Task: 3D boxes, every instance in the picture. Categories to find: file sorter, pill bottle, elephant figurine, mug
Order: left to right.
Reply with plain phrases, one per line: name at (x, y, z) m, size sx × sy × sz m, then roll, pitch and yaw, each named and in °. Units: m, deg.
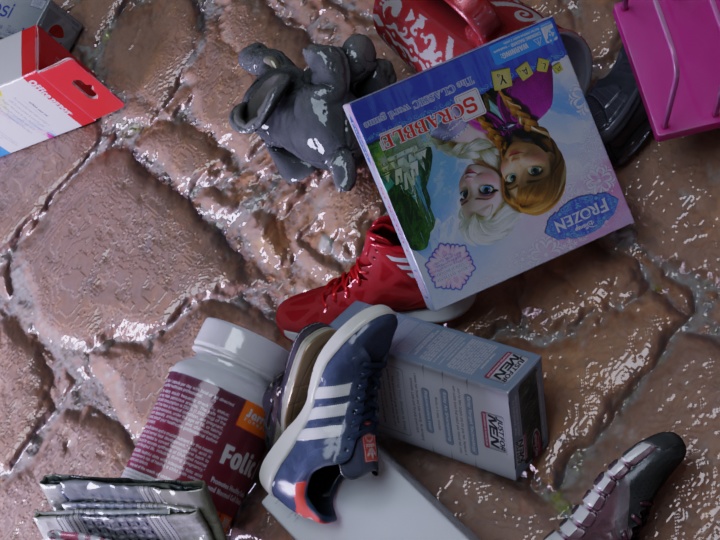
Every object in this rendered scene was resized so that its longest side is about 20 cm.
pill bottle at (-0.144, 0.154, 1.562) m, size 0.114 × 0.114 × 0.200 m, roll 17°, pitch 77°, yaw 33°
elephant figurine at (-0.067, -0.159, 1.673) m, size 0.200 × 0.155 × 0.142 m, roll -6°, pitch 108°, yaw 37°
mug at (0.110, -0.234, 1.578) m, size 0.133 × 0.178 × 0.200 m, roll -24°, pitch 46°, yaw -23°
file sorter at (0.337, -0.220, 1.420) m, size 0.200 × 0.125 × 0.139 m, roll -13°, pitch 68°, yaw -2°

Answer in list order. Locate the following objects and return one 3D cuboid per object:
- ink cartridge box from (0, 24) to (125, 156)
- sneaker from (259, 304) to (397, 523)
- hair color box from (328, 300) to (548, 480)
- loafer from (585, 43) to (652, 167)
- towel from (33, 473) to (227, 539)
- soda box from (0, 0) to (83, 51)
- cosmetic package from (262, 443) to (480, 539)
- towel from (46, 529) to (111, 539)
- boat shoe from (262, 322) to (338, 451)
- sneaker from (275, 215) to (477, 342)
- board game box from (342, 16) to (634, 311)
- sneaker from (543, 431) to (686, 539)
ink cartridge box at (-0.376, -0.202, 1.849) m, size 0.200 × 0.116 × 0.067 m, roll -18°, pitch 60°, yaw 20°
sneaker at (-0.006, 0.128, 1.415) m, size 0.084 × 0.075 × 0.200 m, roll 38°, pitch 110°, yaw 32°
hair color box at (0.065, 0.105, 1.473) m, size 0.200 × 0.099 × 0.061 m, roll 17°, pitch 41°, yaw 33°
loafer at (0.275, -0.184, 1.532) m, size 0.200 × 0.063 × 0.072 m, roll -50°, pitch 40°, yaw -6°
towel at (-0.196, 0.273, 1.500) m, size 0.192 × 0.200 × 0.035 m, roll -2°, pitch 26°, yaw 30°
soda box at (-0.427, -0.298, 1.949) m, size 0.200 × 0.068 × 0.063 m, roll 19°, pitch 79°, yaw 34°
cosmetic package at (0.021, 0.235, 1.457) m, size 0.113 × 0.081 × 0.200 m, roll -48°, pitch 56°, yaw 1°
towel at (-0.192, 0.313, 1.490) m, size 0.200 × 0.147 × 0.030 m, roll 9°, pitch 32°, yaw 21°
boat shoe at (-0.057, 0.120, 1.496) m, size 0.072 × 0.200 × 0.065 m, roll -25°, pitch 50°, yaw -30°
sneaker at (0.000, 0.000, 1.544) m, size 0.200 × 0.116 × 0.078 m, roll -13°, pitch 40°, yaw 16°
board game box at (0.114, -0.094, 1.461) m, size 0.200 × 0.041 × 0.200 m, roll -25°, pitch 98°, yaw -6°
sneaker at (0.222, 0.236, 1.360) m, size 0.200 × 0.076 × 0.116 m, roll -49°, pitch 59°, yaw 13°
